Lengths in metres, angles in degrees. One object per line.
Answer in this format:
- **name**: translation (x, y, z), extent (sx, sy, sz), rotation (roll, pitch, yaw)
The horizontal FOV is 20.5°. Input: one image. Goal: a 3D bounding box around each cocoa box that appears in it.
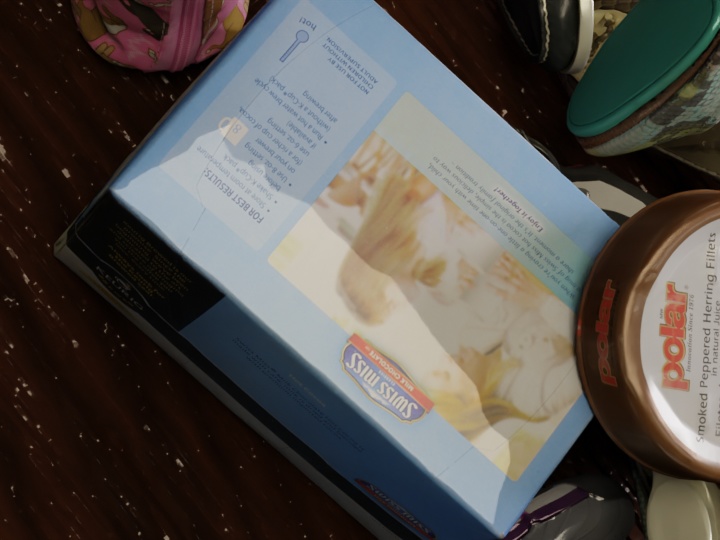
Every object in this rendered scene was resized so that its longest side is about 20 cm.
- **cocoa box**: translation (0.000, 0.000, 0.798), extent (0.200, 0.131, 0.134), rotation (42, 71, -7)

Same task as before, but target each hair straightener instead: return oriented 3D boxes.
- **hair straightener**: translation (0.083, -0.044, 0.861), extent (0.200, 0.077, 0.041), rotation (34, 89, -10)

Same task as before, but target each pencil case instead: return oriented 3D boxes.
- **pencil case**: translation (-0.073, -0.147, 0.770), extent (0.083, 0.200, 0.087), rotation (29, 72, 0)

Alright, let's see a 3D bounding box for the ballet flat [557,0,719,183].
- **ballet flat**: translation (0.161, -0.062, 0.858), extent (0.200, 0.046, 0.068), rotation (39, 100, 28)

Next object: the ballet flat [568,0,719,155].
- **ballet flat**: translation (0.162, -0.113, 0.797), extent (0.071, 0.200, 0.069), rotation (19, 36, -21)

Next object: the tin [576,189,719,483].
- **tin**: translation (0.178, 0.027, 0.768), extent (0.199, 0.042, 0.113), rotation (3, 86, -22)

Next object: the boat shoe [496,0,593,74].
- **boat shoe**: translation (0.047, -0.177, 0.878), extent (0.066, 0.074, 0.200), rotation (-12, 84, -17)

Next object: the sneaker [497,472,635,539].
- **sneaker**: translation (0.047, 0.170, 0.792), extent (0.200, 0.074, 0.088), rotation (-40, 57, -7)

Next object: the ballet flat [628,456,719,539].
- **ballet flat**: translation (0.138, 0.090, 0.806), extent (0.071, 0.069, 0.200), rotation (51, 22, -31)
